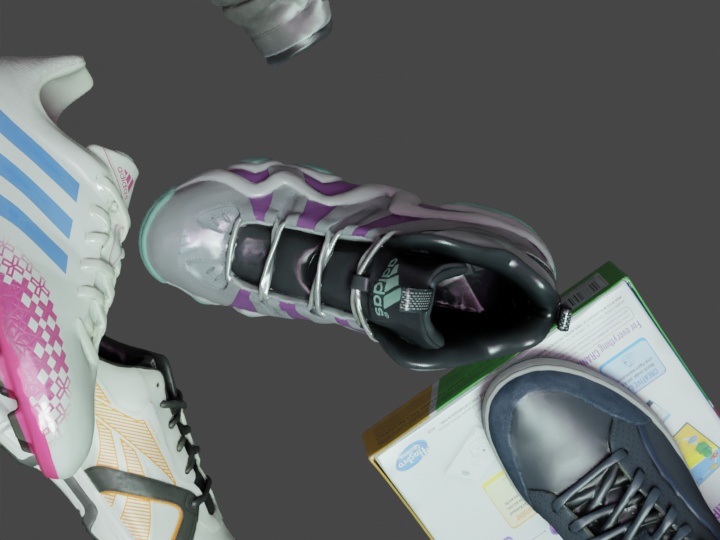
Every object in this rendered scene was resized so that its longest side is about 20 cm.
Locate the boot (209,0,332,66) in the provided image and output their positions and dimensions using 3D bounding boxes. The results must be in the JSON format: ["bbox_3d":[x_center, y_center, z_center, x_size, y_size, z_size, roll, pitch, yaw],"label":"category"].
[{"bbox_3d":[-0.022,-0.203,1.064,0.132,0.070,0.200,34,108,-15],"label":"boot"}]

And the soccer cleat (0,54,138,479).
[{"bbox_3d":[-0.135,-0.009,1.053,0.086,0.070,0.200,-14,74,-7],"label":"soccer cleat"}]

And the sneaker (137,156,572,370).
[{"bbox_3d":[0.000,0.000,1.064,0.200,0.140,0.078,4,102,-7],"label":"sneaker"}]

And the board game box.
[{"bbox_3d":[0.119,0.120,1.154,0.153,0.040,0.200,-34,103,2],"label":"board game box"}]

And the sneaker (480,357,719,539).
[{"bbox_3d":[0.138,0.130,1.064,0.077,0.146,0.202,-42,102,5],"label":"sneaker"}]

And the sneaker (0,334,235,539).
[{"bbox_3d":[-0.103,0.090,1.109,0.080,0.074,0.200,-42,103,2],"label":"sneaker"}]
